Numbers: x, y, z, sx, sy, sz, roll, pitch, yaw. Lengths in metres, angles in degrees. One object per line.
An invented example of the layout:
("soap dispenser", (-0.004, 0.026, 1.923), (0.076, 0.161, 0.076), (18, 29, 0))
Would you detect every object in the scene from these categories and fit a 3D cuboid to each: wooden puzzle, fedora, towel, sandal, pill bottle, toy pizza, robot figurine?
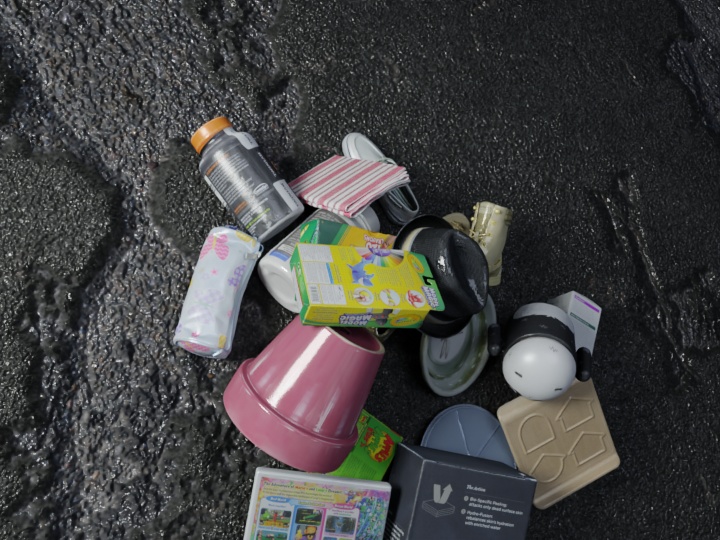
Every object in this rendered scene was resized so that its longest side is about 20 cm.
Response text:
("wooden puzzle", (0.350, 0.295, 1.134), (0.185, 0.046, 0.201), (-25, 98, -10))
("fedora", (0.139, 0.006, 0.987), (0.200, 0.091, 0.201), (5, 81, -34))
("towel", (-0.031, -0.143, 1.074), (0.146, 0.200, 0.030), (-35, 126, -30))
("sandal", (0.154, -0.053, 1.183), (0.211, 0.070, 0.078), (-34, 90, -30))
("pill bottle", (-0.063, -0.033, 1.049), (0.114, 0.114, 0.200), (47, 61, -4))
("toy pizza", (0.183, 0.333, 1.094), (0.199, 0.032, 0.201), (8, 72, -24))
("robot figurine", (0.311, 0.138, 1.107), (0.125, 0.150, 0.200), (60, 27, -20))
("pill bottle", (-0.189, -0.150, 1.032), (0.106, 0.106, 0.200), (-37, 92, -30))

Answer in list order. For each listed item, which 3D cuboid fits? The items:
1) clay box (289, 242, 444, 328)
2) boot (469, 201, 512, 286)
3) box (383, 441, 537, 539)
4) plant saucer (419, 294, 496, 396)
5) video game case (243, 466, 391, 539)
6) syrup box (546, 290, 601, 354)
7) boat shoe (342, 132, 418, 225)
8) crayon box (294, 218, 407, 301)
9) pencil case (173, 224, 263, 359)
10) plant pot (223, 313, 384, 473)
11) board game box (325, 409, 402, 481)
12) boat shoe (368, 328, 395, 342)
("clay box", (0.009, 0.022, 0.879), (0.199, 0.048, 0.115), (5, 46, -23))
("boot", (0.206, -0.048, 1.145), (0.200, 0.073, 0.156), (-1, 107, -46))
("box", (0.141, 0.389, 0.975), (0.196, 0.117, 0.201), (16, 84, -17))
("plant saucer", (0.161, 0.118, 1.115), (0.200, 0.050, 0.201), (-15, 113, -39))
("video game case", (-0.067, 0.385, 0.911), (0.199, 0.024, 0.183), (10, 89, -11))
("syrup box", (0.394, 0.148, 1.227), (0.081, 0.079, 0.201), (31, 63, -14))
("boat shoe", (0.045, -0.180, 1.175), (0.074, 0.067, 0.200), (-39, 92, -30))
("crayon box", (0.000, 0.000, 0.984), (0.199, 0.058, 0.119), (11, 78, -34))
("pencil case", (-0.215, 0.034, 0.972), (0.090, 0.083, 0.201), (14, 67, 2))
("plant pot", (-0.065, 0.153, 0.903), (0.200, 0.200, 0.179), (31, 100, -13))
("board game box", (-0.026, 0.321, 0.989), (0.101, 0.048, 0.200), (38, 62, -11))
("boat shoe", (0.074, 0.043, 1.096), (0.075, 0.068, 0.200), (36, 73, -10))
